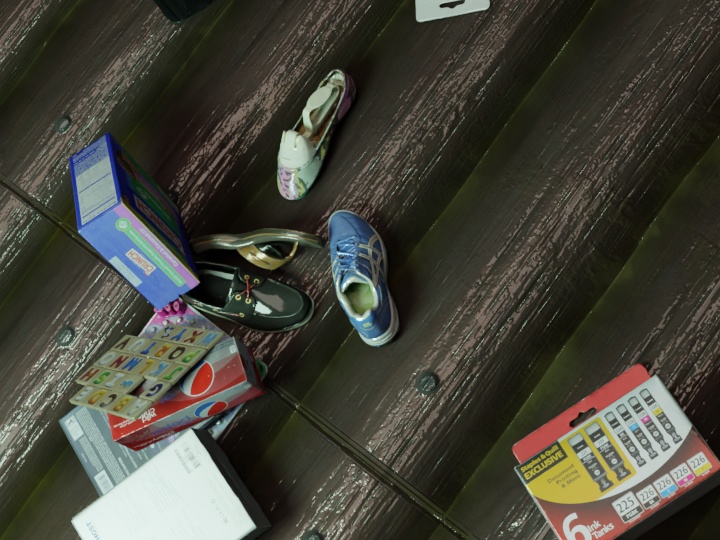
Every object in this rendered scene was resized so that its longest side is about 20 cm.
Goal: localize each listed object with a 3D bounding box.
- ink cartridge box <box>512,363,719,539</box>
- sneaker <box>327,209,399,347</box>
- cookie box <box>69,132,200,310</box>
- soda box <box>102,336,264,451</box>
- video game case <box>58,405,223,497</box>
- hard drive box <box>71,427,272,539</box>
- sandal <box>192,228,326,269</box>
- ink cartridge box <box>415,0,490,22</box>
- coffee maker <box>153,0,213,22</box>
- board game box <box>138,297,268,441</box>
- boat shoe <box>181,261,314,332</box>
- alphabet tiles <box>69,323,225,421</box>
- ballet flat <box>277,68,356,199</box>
[{"bbox_3d":[0.291,0.219,1.396,0.200,0.084,0.176,-35,63,5],"label":"ink cartridge box"},{"bbox_3d":[0.000,0.000,1.584,0.076,0.077,0.200,-25,63,11],"label":"sneaker"},{"bbox_3d":[-0.310,-0.069,1.629,0.075,0.171,0.200,-34,37,7],"label":"cookie box"},{"bbox_3d":[-0.231,0.163,1.563,0.200,0.063,0.070,-25,63,9],"label":"soda box"},{"bbox_3d":[-0.299,0.198,1.619,0.200,0.019,0.143,-38,63,1],"label":"video game case"},{"bbox_3d":[-0.242,0.324,1.533,0.200,0.077,0.156,-37,74,3],"label":"hard drive box"},{"bbox_3d":[-0.139,-0.027,1.645,0.199,0.082,0.055,-4,86,17],"label":"sandal"},{"bbox_3d":[0.122,-0.468,1.721,0.115,0.067,0.201,-8,68,16],"label":"ink cartridge box"},{"bbox_3d":[-0.300,-0.466,1.794,0.134,0.200,0.193,-13,64,17],"label":"coffee maker"},{"bbox_3d":[-0.257,0.158,1.644,0.200,0.026,0.200,35,85,27],"label":"board game box"},{"bbox_3d":[-0.161,0.035,1.638,0.201,0.063,0.074,12,72,21],"label":"boat shoe"},{"bbox_3d":[-0.292,0.127,1.580,0.200,0.008,0.167,5,42,48],"label":"alphabet tiles"},{"bbox_3d":[-0.071,-0.199,1.686,0.069,0.071,0.200,24,80,24],"label":"ballet flat"}]
